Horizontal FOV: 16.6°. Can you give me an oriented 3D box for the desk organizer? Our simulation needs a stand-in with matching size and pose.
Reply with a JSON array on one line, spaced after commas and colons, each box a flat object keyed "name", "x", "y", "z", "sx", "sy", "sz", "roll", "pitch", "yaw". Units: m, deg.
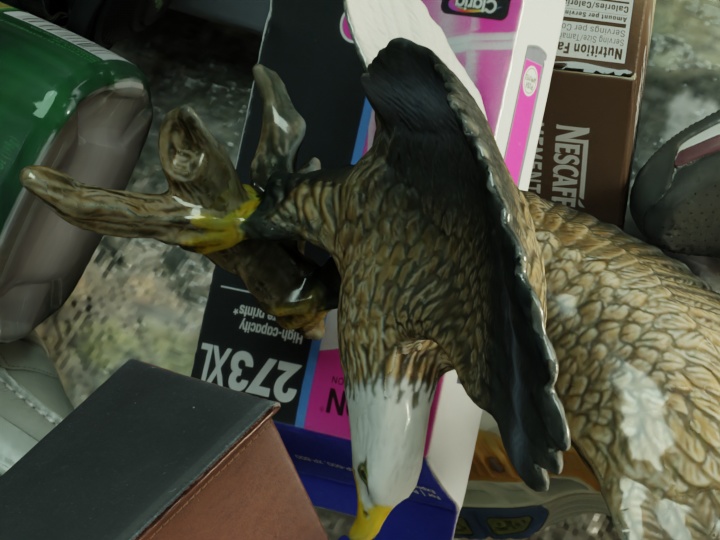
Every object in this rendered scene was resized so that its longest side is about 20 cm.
[{"name": "desk organizer", "x": -0.098, "y": 0.122, "z": 0.720, "sx": 0.072, "sy": 0.077, "sz": 0.200, "roll": 13, "pitch": 46, "yaw": 45}]

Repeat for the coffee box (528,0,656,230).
[{"name": "coffee box", "x": 0.071, "y": -0.120, "z": 0.906, "sx": 0.079, "sy": 0.115, "sz": 0.201, "roll": 7, "pitch": 59, "yaw": 7}]

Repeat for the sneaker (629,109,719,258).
[{"name": "sneaker", "x": 0.199, "y": -0.005, "z": 0.849, "sx": 0.199, "sy": 0.076, "sz": 0.116, "roll": -8, "pitch": 60, "yaw": -3}]

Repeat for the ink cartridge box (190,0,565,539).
[{"name": "ink cartridge box", "x": 0.000, "y": 0.000, "z": 0.793, "sx": 0.094, "sy": 0.037, "sz": 0.201, "roll": 11, "pitch": 90, "yaw": 31}]

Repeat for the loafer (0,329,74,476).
[{"name": "loafer", "x": -0.135, "y": 0.036, "z": 0.843, "sx": 0.199, "sy": 0.070, "sz": 0.070, "roll": 29, "pitch": 71, "yaw": 20}]

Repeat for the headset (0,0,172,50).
[{"name": "headset", "x": -0.122, "y": -0.108, "z": 0.868, "sx": 0.123, "sy": 0.201, "sz": 0.094, "roll": 10, "pitch": 24, "yaw": 20}]

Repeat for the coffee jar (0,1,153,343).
[{"name": "coffee jar", "x": -0.175, "y": -0.065, "z": 0.821, "sx": 0.199, "sy": 0.085, "sz": 0.105, "roll": 29, "pitch": 100, "yaw": 16}]

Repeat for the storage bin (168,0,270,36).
[{"name": "storage bin", "x": -0.067, "y": -0.180, "z": 0.934, "sx": 0.199, "sy": 0.135, "sz": 0.146, "roll": 18, "pitch": 28, "yaw": 14}]

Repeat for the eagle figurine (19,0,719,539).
[{"name": "eagle figurine", "x": 0.031, "y": 0.008, "z": 0.678, "sx": 0.199, "sy": 0.152, "sz": 0.151, "roll": 11, "pitch": 28, "yaw": 45}]

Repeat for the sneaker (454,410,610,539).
[{"name": "sneaker", "x": 0.095, "y": 0.041, "z": 0.809, "sx": 0.199, "sy": 0.075, "sz": 0.088, "roll": 6, "pitch": 51, "yaw": 21}]
